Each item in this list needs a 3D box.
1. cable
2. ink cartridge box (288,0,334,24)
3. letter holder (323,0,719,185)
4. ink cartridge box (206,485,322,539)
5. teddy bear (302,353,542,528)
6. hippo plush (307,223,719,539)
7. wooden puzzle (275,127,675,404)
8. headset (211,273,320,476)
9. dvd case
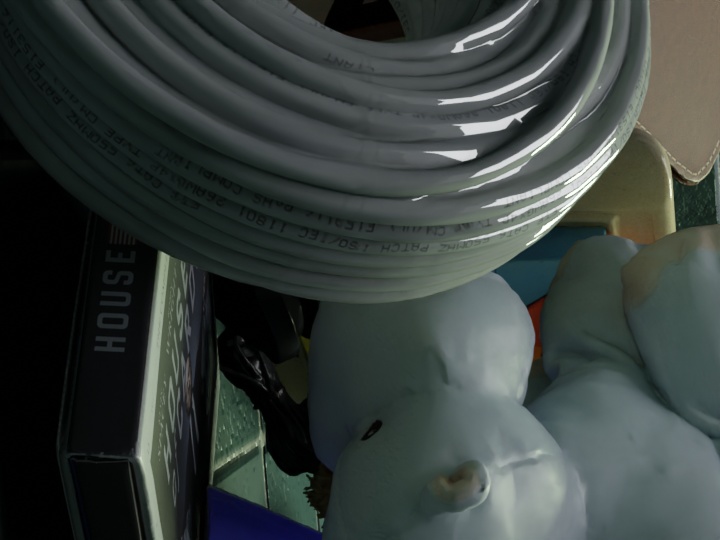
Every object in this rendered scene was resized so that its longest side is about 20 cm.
[{"bbox_3d":[-0.015,-0.086,0.596,0.069,0.200,0.200,-53,-138,49],"label":"cable"},{"bbox_3d":[0.016,-0.115,1.008,0.200,0.086,0.148,92,8,-74],"label":"ink cartridge box"},{"bbox_3d":[0.095,-0.143,0.884,0.142,0.101,0.200,38,62,-34],"label":"letter holder"},{"bbox_3d":[0.015,0.188,0.725,0.198,0.043,0.200,31,53,-50],"label":"ink cartridge box"},{"bbox_3d":[0.077,0.097,0.865,0.200,0.145,0.067,50,6,-26],"label":"teddy bear"},{"bbox_3d":[0.049,0.076,0.717,0.159,0.161,0.200,-43,-130,54],"label":"hippo plush"},{"bbox_3d":[0.038,0.020,0.896,0.200,0.185,0.037,76,17,-51],"label":"wooden puzzle"},{"bbox_3d":[0.000,0.000,0.762,0.094,0.123,0.200,61,-38,11],"label":"headset"},{"bbox_3d":[-0.062,0.043,0.653,0.200,0.025,0.150,91,1,-55],"label":"dvd case"}]
